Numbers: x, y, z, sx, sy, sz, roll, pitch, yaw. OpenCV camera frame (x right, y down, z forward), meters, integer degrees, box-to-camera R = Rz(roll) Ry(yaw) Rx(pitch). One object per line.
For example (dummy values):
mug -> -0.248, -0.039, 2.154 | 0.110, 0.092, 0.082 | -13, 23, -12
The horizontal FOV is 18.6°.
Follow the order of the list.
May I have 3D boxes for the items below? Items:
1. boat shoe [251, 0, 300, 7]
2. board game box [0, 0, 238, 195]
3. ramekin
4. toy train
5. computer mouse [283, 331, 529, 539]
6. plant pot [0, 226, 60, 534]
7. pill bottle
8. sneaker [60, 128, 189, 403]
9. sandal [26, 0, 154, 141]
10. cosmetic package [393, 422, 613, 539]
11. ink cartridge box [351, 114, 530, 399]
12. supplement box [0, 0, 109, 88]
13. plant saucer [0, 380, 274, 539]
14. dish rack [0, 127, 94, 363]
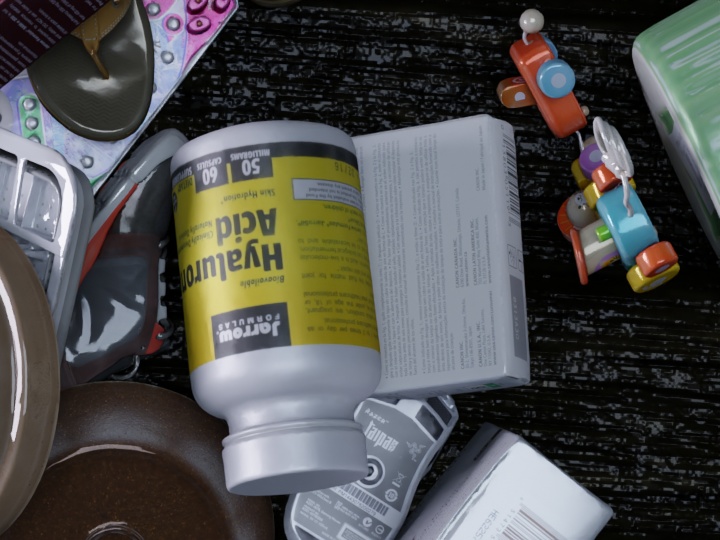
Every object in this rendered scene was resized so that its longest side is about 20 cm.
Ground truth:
boat shoe -> -0.074, -0.261, 1.338 | 0.072, 0.068, 0.201 | -18, 89, 4
board game box -> -0.210, -0.151, 1.350 | 0.200, 0.026, 0.200 | 37, 86, -2
ramekin -> 0.239, -0.076, 1.297 | 0.098, 0.200, 0.200 | -24, 90, 4
toy train -> 0.126, -0.063, 1.306 | 0.056, 0.200, 0.150 | -27, 115, 4
computer mouse -> 0.017, 0.094, 1.353 | 0.110, 0.044, 0.200 | 34, 81, -7
plant pot -> -0.268, 0.063, 1.238 | 0.200, 0.093, 0.201 | -1, 89, 41
pill bottle -> -0.046, 0.024, 1.260 | 0.111, 0.111, 0.201 | -7, 76, -4
sneaker -> -0.143, 0.010, 1.334 | 0.082, 0.077, 0.200 | 29, 98, -11
sandal -> -0.162, -0.178, 1.313 | 0.080, 0.054, 0.201 | 2, 88, -4
cosmetic package -> 0.077, 0.149, 1.274 | 0.074, 0.200, 0.102 | 39, 86, -2
ink cartridge box -> 0.000, 0.000, 1.330 | 0.200, 0.050, 0.161 | -9, 76, 24
supplement box -> -0.227, -0.165, 1.268 | 0.200, 0.061, 0.109 | -39, 58, 7
plant saucer -> -0.148, 0.167, 1.317 | 0.200, 0.037, 0.201 | -2, 104, -10
dish rack -> -0.224, 0.012, 1.289 | 0.171, 0.043, 0.201 | 21, 101, 38
